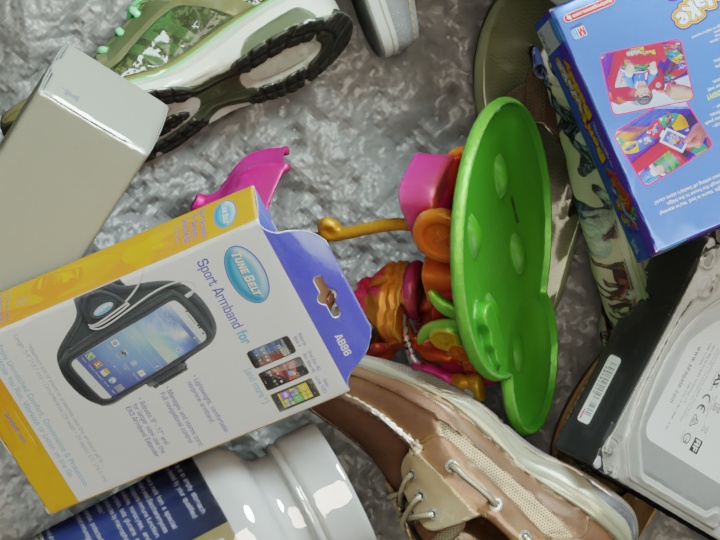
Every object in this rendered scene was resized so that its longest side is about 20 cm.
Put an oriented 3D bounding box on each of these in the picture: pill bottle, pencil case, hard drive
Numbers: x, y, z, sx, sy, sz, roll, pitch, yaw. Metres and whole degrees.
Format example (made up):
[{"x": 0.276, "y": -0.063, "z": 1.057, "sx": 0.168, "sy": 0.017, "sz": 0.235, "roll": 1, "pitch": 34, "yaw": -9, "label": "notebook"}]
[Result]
[{"x": -0.095, "y": 0.163, "z": 1.552, "sx": 0.200, "sy": 0.111, "sz": 0.111, "roll": -28, "pitch": 94, "yaw": -7, "label": "pill bottle"}, {"x": 0.150, "y": -0.042, "z": 1.561, "sx": 0.078, "sy": 0.089, "sz": 0.200, "roll": 2, "pitch": 125, "yaw": 27, "label": "pencil case"}, {"x": 0.204, "y": 0.075, "z": 1.573, "sx": 0.200, "sy": 0.038, "sz": 0.140, "roll": 33, "pitch": 84, "yaw": -44, "label": "hard drive"}]

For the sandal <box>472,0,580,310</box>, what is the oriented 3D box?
[{"x": 0.100, "y": -0.062, "z": 1.602, "sx": 0.080, "sy": 0.057, "sz": 0.201, "roll": 5, "pitch": 91, "yaw": -5, "label": "sandal"}]

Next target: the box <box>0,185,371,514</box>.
[{"x": -0.099, "y": 0.038, "z": 1.483, "sx": 0.200, "sy": 0.041, "sz": 0.119, "roll": -23, "pitch": 122, "yaw": 6, "label": "box"}]

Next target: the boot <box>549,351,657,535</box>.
[{"x": 0.135, "y": 0.132, "z": 1.602, "sx": 0.074, "sy": 0.075, "sz": 0.200, "roll": 22, "pitch": 87, "yaw": -5, "label": "boot"}]

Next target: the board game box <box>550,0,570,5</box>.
[{"x": 0.112, "y": -0.248, "z": 1.542, "sx": 0.148, "sy": 0.064, "sz": 0.200, "roll": 36, "pitch": 48, "yaw": -8, "label": "board game box"}]

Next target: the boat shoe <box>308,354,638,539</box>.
[{"x": 0.050, "y": 0.113, "z": 1.525, "sx": 0.200, "sy": 0.076, "sz": 0.072, "roll": 30, "pitch": 68, "yaw": 5, "label": "boat shoe"}]

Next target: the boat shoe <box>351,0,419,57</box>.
[{"x": 0.017, "y": -0.220, "z": 1.585, "sx": 0.065, "sy": 0.074, "sz": 0.202, "roll": -5, "pitch": 84, "yaw": -3, "label": "boat shoe"}]

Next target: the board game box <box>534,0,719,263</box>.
[{"x": 0.207, "y": -0.104, "z": 1.460, "sx": 0.200, "sy": 0.045, "sz": 0.135, "roll": -22, "pitch": 87, "yaw": -9, "label": "board game box"}]

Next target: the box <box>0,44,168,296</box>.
[{"x": -0.183, "y": -0.014, "z": 1.518, "sx": 0.068, "sy": 0.082, "sz": 0.200, "roll": 31, "pitch": 113, "yaw": -8, "label": "box"}]

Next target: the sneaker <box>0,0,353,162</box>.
[{"x": -0.108, "y": -0.123, "z": 1.583, "sx": 0.200, "sy": 0.077, "sz": 0.089, "roll": -22, "pitch": 62, "yaw": -5, "label": "sneaker"}]

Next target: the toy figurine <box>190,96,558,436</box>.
[{"x": 0.000, "y": 0.000, "z": 1.562, "sx": 0.184, "sy": 0.150, "sz": 0.200, "roll": 2, "pitch": 131, "yaw": 22, "label": "toy figurine"}]
